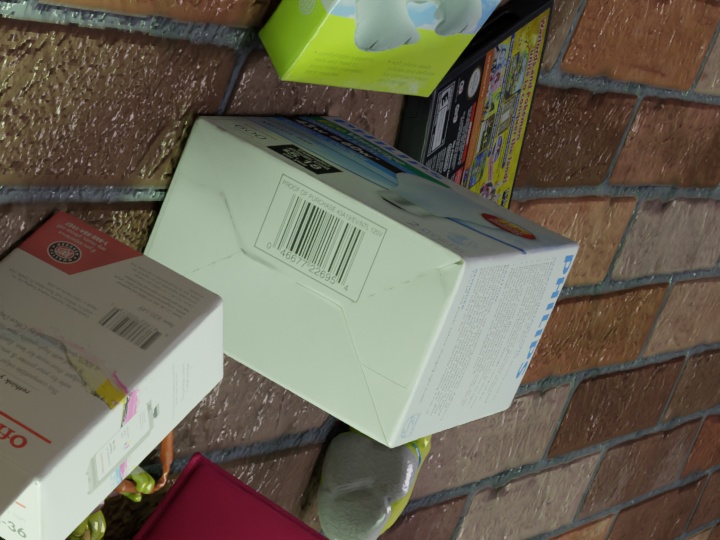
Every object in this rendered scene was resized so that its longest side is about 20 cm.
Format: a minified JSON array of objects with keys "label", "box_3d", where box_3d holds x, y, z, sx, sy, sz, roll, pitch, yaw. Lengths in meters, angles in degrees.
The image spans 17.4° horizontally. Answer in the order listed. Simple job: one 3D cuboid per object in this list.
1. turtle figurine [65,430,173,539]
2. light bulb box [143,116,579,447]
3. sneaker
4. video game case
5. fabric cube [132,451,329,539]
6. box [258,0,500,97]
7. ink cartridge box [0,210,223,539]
[{"label":"turtle figurine","box_3d":[-0.180,0.172,1.396,0.200,0.064,0.162,-54,-173,30]},{"label":"light bulb box","box_3d":[0.000,0.000,1.448,0.200,0.197,0.125,-9,125,-66]},{"label":"sneaker","box_3d":[0.034,0.122,1.840,0.201,0.075,0.105,-68,159,8]},{"label":"video game case","box_3d":[0.076,-0.090,1.761,0.181,0.025,0.201,-38,147,-48]},{"label":"fabric cube","box_3d":[-0.079,0.276,1.538,0.197,0.199,0.200,-53,167,-23]},{"label":"box","box_3d":[0.040,-0.189,1.382,0.121,0.048,0.200,3,139,-38]},{"label":"ink cartridge box","box_3d":[-0.175,0.069,1.234,0.200,0.116,0.068,-45,153,-38]}]
